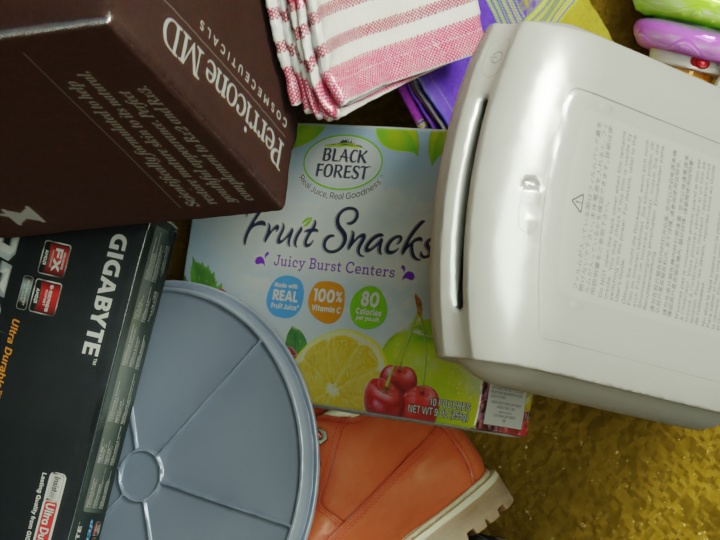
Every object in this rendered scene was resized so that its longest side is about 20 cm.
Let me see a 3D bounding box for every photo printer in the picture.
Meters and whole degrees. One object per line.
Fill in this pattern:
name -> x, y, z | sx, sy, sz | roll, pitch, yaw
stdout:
photo printer -> 0.111, -0.020, 0.996 | 0.200, 0.069, 0.167 | 14, 83, -46

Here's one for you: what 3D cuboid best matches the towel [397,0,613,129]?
towel -> 0.071, -0.126, 1.124 | 0.144, 0.023, 0.200 | -49, 124, -29

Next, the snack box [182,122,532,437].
snack box -> 0.000, 0.000, 1.080 | 0.053, 0.200, 0.143 | 15, 82, -51

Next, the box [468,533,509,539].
box -> 0.163, 0.185, 1.119 | 0.199, 0.158, 0.049 | 14, 85, -10

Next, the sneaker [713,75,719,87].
sneaker -> 0.208, -0.025, 1.102 | 0.075, 0.084, 0.201 | 16, 80, -14

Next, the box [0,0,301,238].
box -> -0.124, -0.145, 0.995 | 0.164, 0.166, 0.201 | -5, 61, 25

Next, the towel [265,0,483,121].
towel -> 0.001, -0.182, 1.004 | 0.146, 0.030, 0.201 | -29, 112, -50

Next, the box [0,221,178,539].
box -> -0.193, 0.053, 1.078 | 0.158, 0.046, 0.201 | 13, 85, 14

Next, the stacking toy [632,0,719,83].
stacking toy -> 0.185, -0.145, 1.171 | 0.116, 0.110, 0.201 | 13, 94, -12

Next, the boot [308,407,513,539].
boot -> -0.024, 0.129, 1.117 | 0.200, 0.075, 0.107 | -33, 92, -31

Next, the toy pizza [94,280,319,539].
toy pizza -> -0.102, 0.105, 1.084 | 0.200, 0.032, 0.201 | -7, 75, 29
